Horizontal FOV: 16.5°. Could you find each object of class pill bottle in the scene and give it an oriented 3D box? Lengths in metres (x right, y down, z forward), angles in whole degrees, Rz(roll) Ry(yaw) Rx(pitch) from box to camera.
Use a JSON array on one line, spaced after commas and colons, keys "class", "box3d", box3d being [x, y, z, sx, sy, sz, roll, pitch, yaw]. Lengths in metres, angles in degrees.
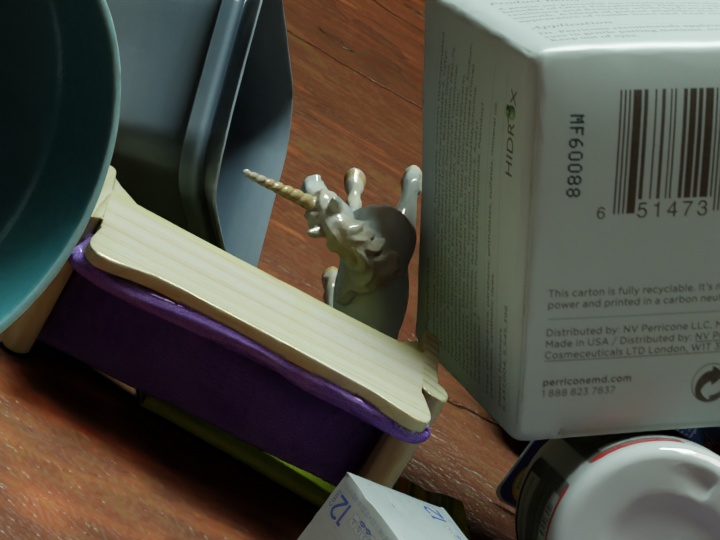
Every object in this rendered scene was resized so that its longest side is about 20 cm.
[{"class": "pill bottle", "box3d": [0.140, 0.134, 1.271, 0.114, 0.114, 0.200, 34, 1, -3]}]

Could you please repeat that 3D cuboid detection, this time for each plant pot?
[{"class": "plant pot", "box3d": [-0.234, -0.079, 1.017, 0.187, 0.201, 0.200, 26, 5, 38]}]

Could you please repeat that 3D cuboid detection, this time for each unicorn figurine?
[{"class": "unicorn figurine", "box3d": [0.000, 0.000, 1.326, 0.073, 0.201, 0.138, -7, 28, 9]}]

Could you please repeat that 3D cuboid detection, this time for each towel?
[{"class": "towel", "box3d": [-0.026, 0.095, 1.262, 0.199, 0.018, 0.086, 31, 13, -17]}]

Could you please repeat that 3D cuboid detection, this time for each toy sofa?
[{"class": "toy sofa", "box3d": [-0.063, 0.042, 1.174, 0.199, 0.083, 0.098, 27, 23, -11]}]

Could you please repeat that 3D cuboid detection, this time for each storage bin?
[{"class": "storage bin", "box3d": [-0.113, -0.086, 1.279, 0.134, 0.146, 0.200, 12, -18, 5]}]

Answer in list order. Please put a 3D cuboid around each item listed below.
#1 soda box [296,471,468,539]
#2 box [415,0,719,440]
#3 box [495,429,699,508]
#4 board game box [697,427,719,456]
[{"class": "soda box", "box3d": [0.042, 0.175, 1.056, 0.068, 0.064, 0.200, 24, 18, -42]}, {"class": "box", "box3d": [0.144, -0.036, 1.257, 0.198, 0.201, 0.171, -3, 18, -16]}, {"class": "box", "box3d": [0.185, 0.122, 1.457, 0.199, 0.121, 0.032, 30, 15, -24]}, {"class": "board game box", "box3d": [0.230, 0.171, 1.306, 0.152, 0.045, 0.201, -117, -167, -62]}]
